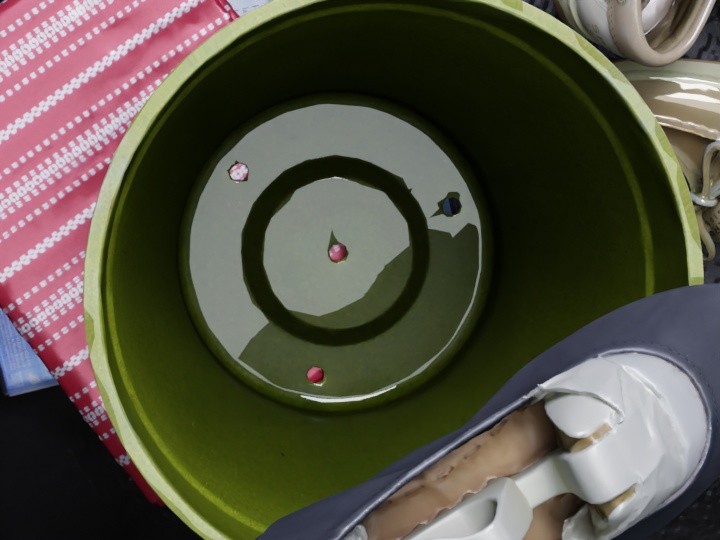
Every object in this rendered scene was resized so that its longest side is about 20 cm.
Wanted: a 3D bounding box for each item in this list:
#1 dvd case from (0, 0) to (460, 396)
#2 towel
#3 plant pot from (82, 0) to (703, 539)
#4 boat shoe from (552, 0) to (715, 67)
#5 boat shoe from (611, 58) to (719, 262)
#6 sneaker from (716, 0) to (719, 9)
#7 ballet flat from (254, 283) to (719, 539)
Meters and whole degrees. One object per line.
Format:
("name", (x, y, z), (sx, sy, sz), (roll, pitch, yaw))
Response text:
("dvd case", (-0.063, -0.042, 1.025), (0.200, 0.018, 0.143), (-14, 95, -6))
("towel", (-0.081, -0.024, 1.004), (0.145, 0.022, 0.200), (-37, 97, -4))
("plant pot", (0.000, 0.000, 0.907), (0.200, 0.193, 0.201), (-1, 94, -7))
("boat shoe", (0.133, -0.173, 0.946), (0.072, 0.065, 0.200), (16, 102, -27))
("boat shoe", (0.175, -0.026, 1.022), (0.200, 0.073, 0.063), (21, 65, -8))
("sneaker", (0.169, -0.150, 1.023), (0.082, 0.074, 0.200), (-27, 96, -3))
("ballet flat", (0.051, 0.071, 0.787), (0.200, 0.073, 0.073), (-30, 97, -4))
